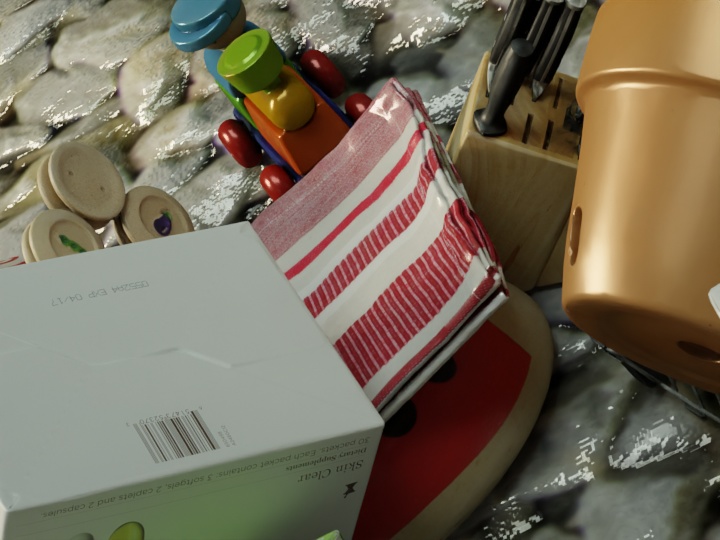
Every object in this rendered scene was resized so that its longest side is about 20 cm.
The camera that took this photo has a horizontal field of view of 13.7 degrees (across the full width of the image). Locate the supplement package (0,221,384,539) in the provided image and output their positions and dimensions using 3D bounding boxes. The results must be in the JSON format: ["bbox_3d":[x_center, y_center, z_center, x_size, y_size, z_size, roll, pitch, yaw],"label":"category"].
[{"bbox_3d":[-0.117,0.081,1.460,0.199,0.111,0.156,-12,47,-27],"label":"supplement package"}]

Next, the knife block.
[{"bbox_3d":[0.074,-0.071,1.597,0.199,0.176,0.064,-13,42,31],"label":"knife block"}]

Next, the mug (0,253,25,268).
[{"bbox_3d":[-0.220,0.056,1.653,0.199,0.134,0.177,-16,-17,-39],"label":"mug"}]

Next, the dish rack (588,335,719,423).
[{"bbox_3d":[0.224,0.024,1.470,0.153,0.055,0.200,-46,37,-9],"label":"dish rack"}]

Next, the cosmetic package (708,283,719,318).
[{"bbox_3d":[0.288,0.047,1.266,0.199,0.200,0.123,-33,37,6],"label":"cosmetic package"}]

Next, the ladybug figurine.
[{"bbox_3d":[0.020,0.076,1.573,0.135,0.072,0.200,8,56,45],"label":"ladybug figurine"}]

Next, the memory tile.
[{"bbox_3d":[-0.099,0.025,1.632,0.017,0.200,0.154,-40,28,38],"label":"memory tile"}]

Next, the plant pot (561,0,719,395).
[{"bbox_3d":[0.179,-0.024,1.374,0.200,0.200,0.141,9,73,46],"label":"plant pot"}]

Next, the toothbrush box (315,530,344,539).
[{"bbox_3d":[-0.068,0.235,1.402,0.199,0.146,0.086,-29,2,13],"label":"toothbrush box"}]

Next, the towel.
[{"bbox_3d":[0.000,0.000,1.567,0.144,0.023,0.200,-46,33,16],"label":"towel"}]

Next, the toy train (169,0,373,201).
[{"bbox_3d":[-0.040,-0.094,1.772,0.085,0.116,0.200,-40,36,-2],"label":"toy train"}]
